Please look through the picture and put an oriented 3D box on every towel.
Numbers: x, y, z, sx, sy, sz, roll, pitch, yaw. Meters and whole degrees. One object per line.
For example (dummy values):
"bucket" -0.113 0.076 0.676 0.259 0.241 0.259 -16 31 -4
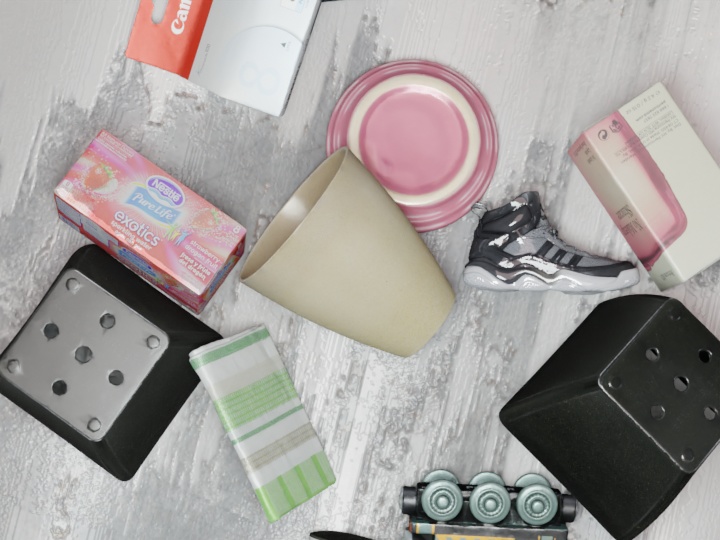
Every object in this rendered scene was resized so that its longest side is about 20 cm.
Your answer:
"towel" -0.109 0.166 1.724 0.031 0.149 0.201 -26 87 29

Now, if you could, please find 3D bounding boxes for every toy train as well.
"toy train" 0.140 0.284 1.741 0.199 0.085 0.115 2 94 0

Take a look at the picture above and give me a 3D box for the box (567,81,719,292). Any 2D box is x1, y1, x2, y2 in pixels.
"box" 0.335 -0.090 1.755 0.109 0.128 0.200 -33 85 -4

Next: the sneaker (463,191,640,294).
"sneaker" 0.216 -0.032 1.773 0.199 0.075 0.115 2 87 2

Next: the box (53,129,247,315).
"box" -0.233 -0.053 1.751 0.200 0.103 0.095 35 74 4

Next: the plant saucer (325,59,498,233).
"plant saucer" 0.060 -0.145 1.796 0.199 0.051 0.202 0 85 -1

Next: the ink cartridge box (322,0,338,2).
"ink cartridge box" -0.049 -0.362 1.824 0.199 0.039 0.100 -7 85 -1

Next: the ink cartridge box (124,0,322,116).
"ink cartridge box" -0.156 -0.283 1.786 0.199 0.047 0.161 19 103 -1

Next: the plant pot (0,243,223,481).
"plant pot" -0.285 0.096 1.704 0.200 0.177 0.200 35 85 2

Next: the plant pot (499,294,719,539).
"plant pot" 0.302 0.141 1.674 0.200 0.177 0.200 45 68 3

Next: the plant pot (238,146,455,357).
"plant pot" 0.000 0.000 1.731 0.200 0.187 0.188 40 85 -12

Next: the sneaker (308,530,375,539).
"sneaker" 0.017 0.363 1.701 0.199 0.083 0.121 11 95 40
